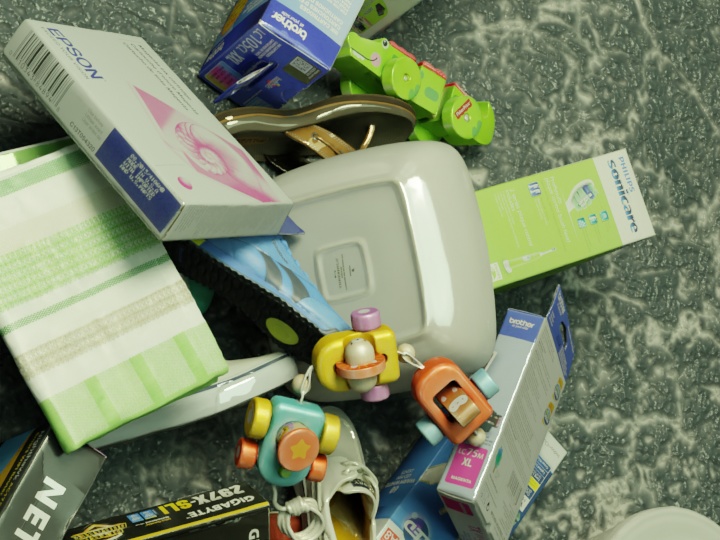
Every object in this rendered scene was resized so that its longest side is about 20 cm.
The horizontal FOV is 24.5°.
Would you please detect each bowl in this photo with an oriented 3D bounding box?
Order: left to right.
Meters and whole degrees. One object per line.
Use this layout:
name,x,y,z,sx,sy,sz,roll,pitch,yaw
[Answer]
bowl,0.000,0.000,1.331,0.075,0.198,0.202,5,75,-67

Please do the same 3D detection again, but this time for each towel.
towel,-0.197,0.015,1.174,0.149,0.031,0.201,-24,84,-36

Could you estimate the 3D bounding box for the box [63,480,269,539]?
box,-0.143,0.270,1.221,0.158,0.049,0.202,-10,113,-28

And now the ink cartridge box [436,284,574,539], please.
ink cartridge box,0.123,0.120,1.360,0.201,0.042,0.120,-64,154,-23

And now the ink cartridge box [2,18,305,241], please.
ink cartridge box,-0.142,-0.104,1.245,0.196,0.043,0.200,47,23,18

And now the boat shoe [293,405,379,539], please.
boat shoe,-0.012,0.186,1.322,0.071,0.070,0.201,26,42,-26

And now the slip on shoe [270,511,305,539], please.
slip on shoe,-0.103,0.232,1.298,0.199,0.061,0.075,-6,78,-33

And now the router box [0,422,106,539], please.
router box,-0.266,0.210,1.159,0.051,0.149,0.201,35,63,-18

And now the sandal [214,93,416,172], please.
sandal,-0.045,-0.106,1.399,0.198,0.082,0.055,-5,66,-27

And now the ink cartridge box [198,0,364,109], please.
ink cartridge box,-0.057,-0.217,1.390,0.076,0.136,0.201,31,64,-18

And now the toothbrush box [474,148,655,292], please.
toothbrush box,0.131,-0.028,1.447,0.199,0.145,0.087,-16,85,-31

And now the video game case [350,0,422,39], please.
video game case,0.081,-0.304,1.464,0.045,0.181,0.200,46,60,-12

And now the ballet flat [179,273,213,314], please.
ballet flat,-0.193,0.018,1.294,0.199,0.070,0.068,-5,79,-31

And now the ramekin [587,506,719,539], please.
ramekin,0.255,0.315,1.464,0.201,0.094,0.204,8,73,-28

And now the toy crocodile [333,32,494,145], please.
toy crocodile,0.047,-0.160,1.462,0.199,0.067,0.062,29,69,-34

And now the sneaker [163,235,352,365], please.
sneaker,-0.069,-0.001,1.287,0.199,0.066,0.079,36,58,5

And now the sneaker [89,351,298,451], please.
sneaker,-0.147,0.086,1.281,0.198,0.073,0.071,-16,85,-14

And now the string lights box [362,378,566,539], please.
string lights box,0.080,0.196,1.413,0.103,0.059,0.200,47,60,-14

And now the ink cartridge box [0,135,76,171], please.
ink cartridge box,-0.250,-0.057,1.260,0.199,0.104,0.060,-18,87,-31

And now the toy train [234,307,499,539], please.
toy train,0.006,0.118,1.238,0.199,0.056,0.151,-36,109,-4
